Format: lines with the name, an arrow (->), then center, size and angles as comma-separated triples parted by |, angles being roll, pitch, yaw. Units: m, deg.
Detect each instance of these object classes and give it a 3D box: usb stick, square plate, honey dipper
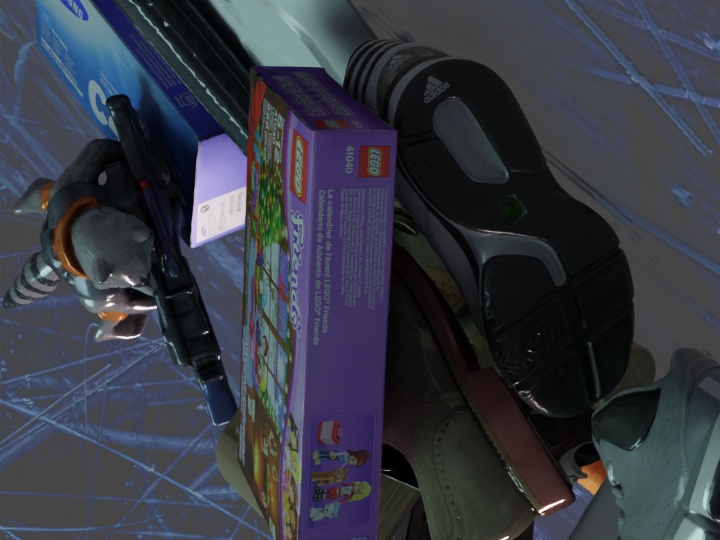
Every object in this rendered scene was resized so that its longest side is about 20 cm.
usb stick -> -0.094, -0.122, 0.955 | 0.200, 0.033, 0.055 | 49, 168, -25
square plate -> -0.030, -0.107, 0.939 | 0.198, 0.028, 0.200 | 51, 168, -35
honey dipper -> 0.085, 0.022, 0.973 | 0.038, 0.038, 0.200 | 52, 170, -35

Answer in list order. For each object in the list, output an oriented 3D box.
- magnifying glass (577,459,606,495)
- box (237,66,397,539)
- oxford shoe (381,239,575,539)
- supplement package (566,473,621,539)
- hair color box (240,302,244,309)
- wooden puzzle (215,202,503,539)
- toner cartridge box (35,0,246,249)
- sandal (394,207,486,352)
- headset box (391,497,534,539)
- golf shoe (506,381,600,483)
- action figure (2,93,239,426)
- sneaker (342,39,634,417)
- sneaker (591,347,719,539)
magnifying glass -> 0.100, 0.094, 1.158 | 0.199, 0.022, 0.080 | 36, 157, -3
box -> -0.023, 0.019, 0.801 | 0.137, 0.039, 0.202 | -132, 42, -68
oxford shoe -> 0.019, 0.049, 0.817 | 0.071, 0.075, 0.200 | 53, -178, -44
supplement package -> 0.169, 0.175, 0.972 | 0.117, 0.117, 0.200 | 32, 167, 14
hair color box -> 0.018, 0.069, 1.271 | 0.200, 0.061, 0.101 | 41, -169, 15
wooden puzzle -> 0.012, 0.061, 0.970 | 0.037, 0.201, 0.185 | 32, 180, -31
toner cartridge box -> -0.134, -0.116, 1.087 | 0.200, 0.043, 0.095 | 51, 148, 30
sandal -> 0.000, 0.000, 0.940 | 0.054, 0.081, 0.199 | 16, 178, -35
headset box -> 0.031, 0.190, 0.976 | 0.075, 0.149, 0.200 | 26, -158, -2
golf shoe -> 0.097, 0.103, 1.066 | 0.088, 0.077, 0.200 | 31, 157, 2
action figure -> -0.150, 0.010, 1.060 | 0.201, 0.104, 0.193 | 70, 163, 2
sneaker -> 0.056, -0.029, 0.831 | 0.201, 0.075, 0.115 | 60, 172, -30
sneaker -> 0.141, 0.129, 0.848 | 0.075, 0.201, 0.116 | 9, -159, -29
